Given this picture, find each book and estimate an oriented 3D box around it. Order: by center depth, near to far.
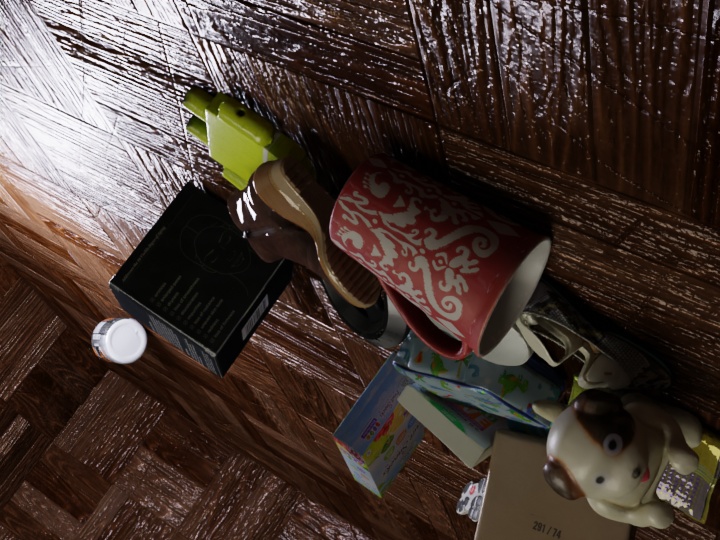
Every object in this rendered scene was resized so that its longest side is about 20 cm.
[{"bbox_3d":[0.134,0.206,1.354,0.133,0.048,0.199,40,-169,16],"label":"book"}]

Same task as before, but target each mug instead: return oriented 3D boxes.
[{"bbox_3d":[0.066,-0.005,0.986,0.198,0.180,0.133,33,-160,20],"label":"mug"}]

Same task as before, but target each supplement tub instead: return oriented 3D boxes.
[{"bbox_3d":[-0.667,0.192,2.656,0.122,0.123,0.199,43,159,-19],"label":"supplement tub"}]

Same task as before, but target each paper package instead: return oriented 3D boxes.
[{"bbox_3d":[0.257,0.323,1.265,0.196,0.195,0.103,10,171,23],"label":"paper package"}]

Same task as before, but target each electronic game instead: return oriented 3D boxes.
[{"bbox_3d":[0.000,0.000,1.182,0.200,0.041,0.203,41,144,39],"label":"electronic game"}]

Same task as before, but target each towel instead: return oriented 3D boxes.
[{"bbox_3d":[0.331,0.207,1.145,0.198,0.023,0.146,27,138,25],"label":"towel"}]

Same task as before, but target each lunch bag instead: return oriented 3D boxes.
[{"bbox_3d":[0.149,0.131,1.226,0.160,0.084,0.198,33,166,-34],"label":"lunch bag"}]

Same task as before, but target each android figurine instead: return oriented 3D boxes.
[{"bbox_3d":[-0.131,-0.142,1.182,0.198,0.041,0.182,37,160,6],"label":"android figurine"}]

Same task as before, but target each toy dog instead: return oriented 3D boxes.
[{"bbox_3d":[0.261,0.180,1.016,0.193,0.141,0.199,40,-170,22],"label":"toy dog"}]

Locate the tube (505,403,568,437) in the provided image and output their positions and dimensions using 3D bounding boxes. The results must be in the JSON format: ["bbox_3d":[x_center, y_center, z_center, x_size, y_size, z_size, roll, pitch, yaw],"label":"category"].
[{"bbox_3d":[0.279,0.199,1.253,0.198,0.051,0.077,4,155,48],"label":"tube"}]

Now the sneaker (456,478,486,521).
[{"bbox_3d":[0.244,0.435,1.800,0.082,0.082,0.200,23,170,-4],"label":"sneaker"}]

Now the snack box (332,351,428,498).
[{"bbox_3d":[0.044,0.252,1.562,0.067,0.170,0.201,29,160,24],"label":"snack box"}]

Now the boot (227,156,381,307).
[{"bbox_3d":[-0.068,-0.033,1.137,0.202,0.072,0.166,56,150,-5],"label":"boot"}]

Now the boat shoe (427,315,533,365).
[{"bbox_3d":[0.127,0.042,1.126,0.198,0.063,0.072,28,137,36],"label":"boat shoe"}]

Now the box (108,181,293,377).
[{"bbox_3d":[-0.233,0.014,1.449,0.195,0.201,0.124,32,161,9],"label":"box"}]

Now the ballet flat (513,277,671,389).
[{"bbox_3d":[0.235,0.084,1.032,0.199,0.073,0.072,35,160,3],"label":"ballet flat"}]
